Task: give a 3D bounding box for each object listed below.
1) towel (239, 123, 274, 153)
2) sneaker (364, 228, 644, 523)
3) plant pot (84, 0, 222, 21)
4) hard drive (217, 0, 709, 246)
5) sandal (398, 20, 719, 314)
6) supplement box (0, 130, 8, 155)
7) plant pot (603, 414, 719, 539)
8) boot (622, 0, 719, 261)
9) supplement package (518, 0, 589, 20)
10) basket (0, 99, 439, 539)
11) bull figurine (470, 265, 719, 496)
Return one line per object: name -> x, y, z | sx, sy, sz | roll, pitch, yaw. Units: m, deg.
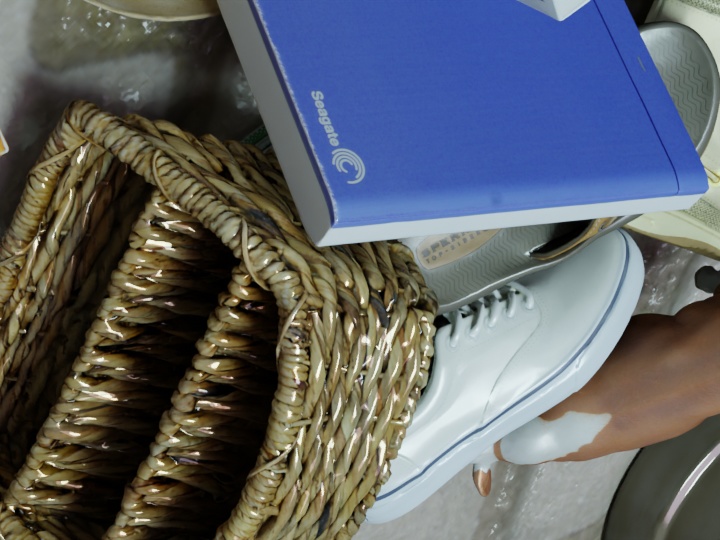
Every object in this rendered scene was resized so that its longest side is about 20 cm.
towel -> 0.000, 0.000, 0.951 | 0.149, 0.031, 0.200 | -40, 132, -9
sneaker -> 0.057, 0.040, 0.955 | 0.200, 0.073, 0.071 | -43, 133, -11
plant pot -> -0.068, -0.200, 0.788 | 0.199, 0.027, 0.201 | -18, 125, -27
hard drive -> 0.047, -0.080, 0.842 | 0.199, 0.133, 0.025 | -6, 153, -33
sandal -> 0.091, -0.047, 0.918 | 0.199, 0.055, 0.082 | -30, 93, -10
supplement box -> -0.238, -0.027, 0.743 | 0.199, 0.067, 0.069 | -35, 131, -12
plant pot -> 0.273, 0.179, 1.152 | 0.199, 0.173, 0.201 | -18, 125, -27
boot -> 0.206, -0.085, 1.020 | 0.199, 0.073, 0.156 | 14, 106, -35
supplement package -> 0.060, -0.221, 0.773 | 0.109, 0.114, 0.201 | -38, 132, -18
basket -> -0.079, 0.054, 0.825 | 0.148, 0.143, 0.201 | 12, 121, -33
bull figurine -> 0.137, 0.055, 1.014 | 0.066, 0.199, 0.121 | 67, 30, -12
